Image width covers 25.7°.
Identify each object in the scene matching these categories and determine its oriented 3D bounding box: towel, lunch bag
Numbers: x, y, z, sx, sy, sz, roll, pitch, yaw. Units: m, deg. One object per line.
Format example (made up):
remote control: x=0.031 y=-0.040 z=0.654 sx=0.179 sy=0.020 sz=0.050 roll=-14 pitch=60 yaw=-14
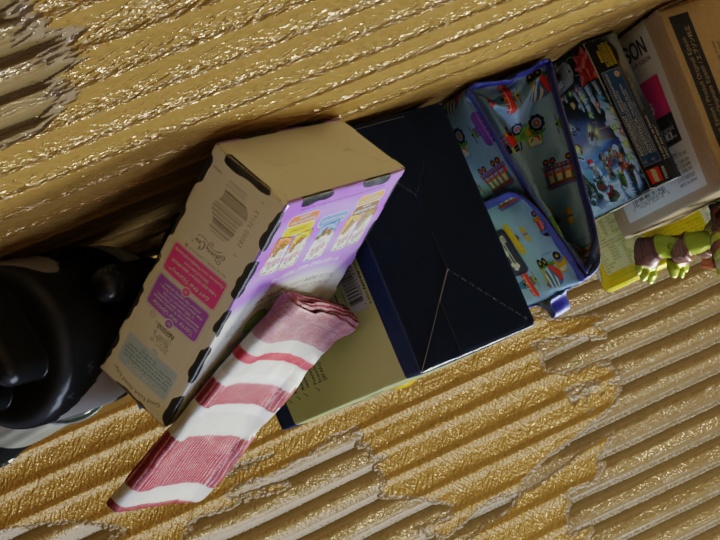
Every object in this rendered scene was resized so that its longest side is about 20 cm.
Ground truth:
towel: x=-0.089 y=0.099 z=1.153 sx=0.200 sy=0.023 sz=0.144 roll=-49 pitch=163 yaw=8
lunch bag: x=0.132 y=-0.054 z=1.351 sx=0.094 sy=0.201 sz=0.150 roll=-22 pitch=175 yaw=-29

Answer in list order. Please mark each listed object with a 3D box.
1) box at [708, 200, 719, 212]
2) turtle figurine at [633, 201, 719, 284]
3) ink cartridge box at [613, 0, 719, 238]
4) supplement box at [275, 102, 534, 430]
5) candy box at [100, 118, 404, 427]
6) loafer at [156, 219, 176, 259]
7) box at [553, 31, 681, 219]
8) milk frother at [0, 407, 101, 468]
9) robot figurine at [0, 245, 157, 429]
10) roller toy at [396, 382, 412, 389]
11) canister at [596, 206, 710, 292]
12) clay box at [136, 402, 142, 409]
box: x=0.353 y=-0.142 z=1.498 sx=0.035 sy=0.201 sz=0.110 roll=-20 pitch=175 yaw=-43
turtle figurine: x=0.325 y=-0.029 z=1.416 sx=0.161 sy=0.065 sz=0.200 roll=-17 pitch=-174 yaw=44
ink cartridge box: x=0.275 y=-0.134 z=1.406 sx=0.075 sy=0.165 sz=0.200 roll=-20 pitch=174 yaw=-20
supplement box: x=0.000 y=0.000 z=1.300 sx=0.134 sy=0.201 sz=0.200 roll=-19 pitch=175 yaw=-39
candy box: x=-0.076 y=-0.001 z=1.135 sx=0.168 sy=0.071 sz=0.200 roll=-20 pitch=145 yaw=-59
loafer: x=-0.138 y=-0.021 z=1.282 sx=0.063 sy=0.072 sz=0.200 roll=1 pitch=159 yaw=-31
box: x=0.190 y=-0.111 z=1.411 sx=0.040 sy=0.137 sz=0.200 roll=-22 pitch=175 yaw=-27
milk frother: x=-0.324 y=0.152 z=1.417 sx=0.180 sy=0.201 sz=0.188 roll=-15 pitch=171 yaw=-39
robot figurine: x=-0.224 y=0.049 z=1.168 sx=0.150 sy=0.125 sz=0.200 roll=7 pitch=-169 yaw=27
roller toy: x=-0.027 y=0.053 z=1.877 sx=0.182 sy=0.201 sz=0.140 roll=-9 pitch=172 yaw=-10
canister: x=0.259 y=-0.094 z=1.555 sx=0.148 sy=0.201 sz=0.087 roll=-21 pitch=174 yaw=-32
clay box: x=-0.201 y=0.064 z=1.563 sx=0.047 sy=0.115 sz=0.200 roll=-21 pitch=174 yaw=-22
